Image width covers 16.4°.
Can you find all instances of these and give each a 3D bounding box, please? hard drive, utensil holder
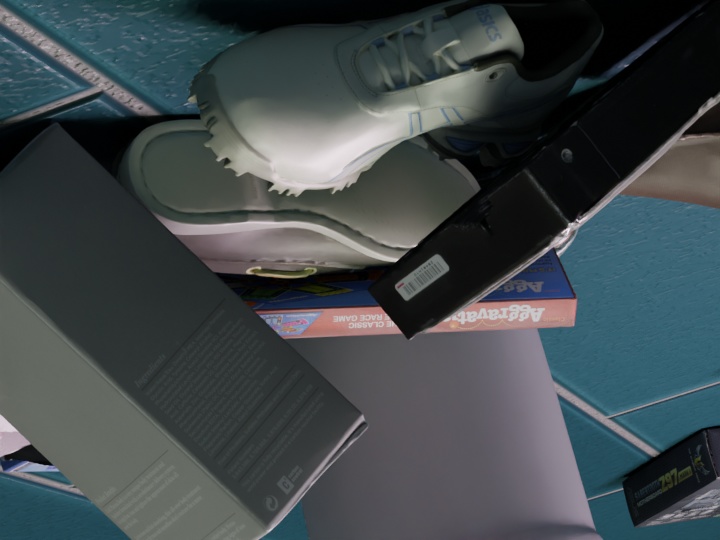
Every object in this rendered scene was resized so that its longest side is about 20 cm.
[{"bbox_3d":[0.104,-0.054,1.138,0.200,0.038,0.140,-42,-178,-39],"label":"hard drive"},{"bbox_3d":[0.039,0.099,1.465,0.169,0.201,0.170,-13,163,-4],"label":"utensil holder"}]

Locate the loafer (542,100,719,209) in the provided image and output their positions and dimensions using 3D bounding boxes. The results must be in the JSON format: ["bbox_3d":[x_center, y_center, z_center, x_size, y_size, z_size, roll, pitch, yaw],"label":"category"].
[{"bbox_3d":[0.184,-0.064,1.279,0.199,0.071,0.073,-15,164,2],"label":"loafer"}]

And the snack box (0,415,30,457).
[{"bbox_3d":[-0.156,0.044,1.241,0.024,0.072,0.200,18,-152,37],"label":"snack box"}]

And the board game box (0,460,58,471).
[{"bbox_3d":[-0.115,0.091,1.597,0.135,0.035,0.200,-28,159,36],"label":"board game box"}]

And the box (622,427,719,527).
[{"bbox_3d":[0.361,0.179,2.268,0.199,0.051,0.158,-6,162,-25],"label":"box"}]

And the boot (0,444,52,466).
[{"bbox_3d":[-0.174,0.076,1.336,0.162,0.074,0.198,6,179,20],"label":"boot"}]

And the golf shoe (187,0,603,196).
[{"bbox_3d":[0.019,-0.090,1.070,0.200,0.078,0.097,-13,161,-42],"label":"golf shoe"}]

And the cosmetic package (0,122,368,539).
[{"bbox_3d":[-0.109,0.042,1.148,0.090,0.200,0.107,-45,-175,-34],"label":"cosmetic package"}]

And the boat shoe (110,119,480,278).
[{"bbox_3d":[-0.033,-0.032,1.206,0.201,0.072,0.060,4,156,-32],"label":"boat shoe"}]

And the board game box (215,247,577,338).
[{"bbox_3d":[0.000,0.000,1.249,0.199,0.103,0.020,-2,118,-8],"label":"board game box"}]

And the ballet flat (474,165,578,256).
[{"bbox_3d":[0.018,-0.009,1.337,0.199,0.074,0.074,-9,163,-6],"label":"ballet flat"}]
